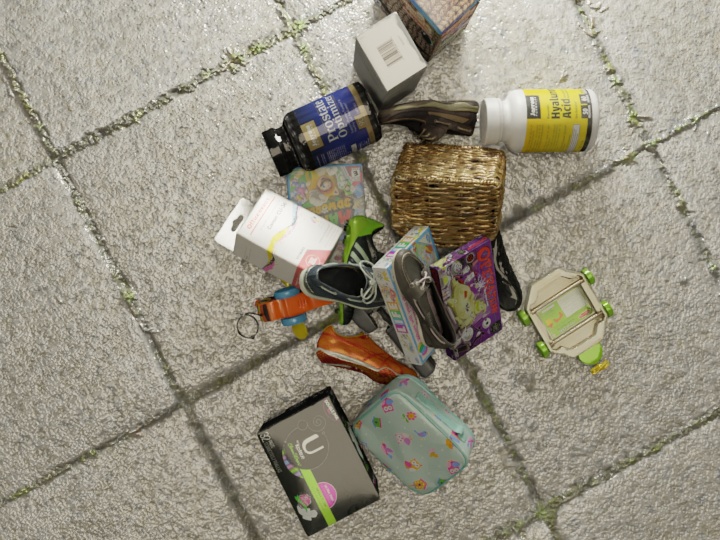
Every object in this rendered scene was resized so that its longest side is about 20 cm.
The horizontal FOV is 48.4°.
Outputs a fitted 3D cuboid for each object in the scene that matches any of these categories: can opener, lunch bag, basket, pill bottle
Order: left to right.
[{"bbox_3d":[-0.070,-0.246,1.428,0.198,0.112,0.113,-25,91,-2],"label":"pill bottle"},{"bbox_3d":[0.054,0.120,1.465,0.067,0.053,0.201,-39,91,12],"label":"can opener"},{"bbox_3d":[0.101,0.291,1.422,0.200,0.077,0.160,43,120,-2],"label":"lunch bag"},{"bbox_3d":[0.159,-0.134,1.441,0.197,0.150,0.144,4,123,10],"label":"basket"},{"bbox_3d":[0.318,-0.269,1.440,0.197,0.111,0.113,-2,90,-2],"label":"pill bottle"}]

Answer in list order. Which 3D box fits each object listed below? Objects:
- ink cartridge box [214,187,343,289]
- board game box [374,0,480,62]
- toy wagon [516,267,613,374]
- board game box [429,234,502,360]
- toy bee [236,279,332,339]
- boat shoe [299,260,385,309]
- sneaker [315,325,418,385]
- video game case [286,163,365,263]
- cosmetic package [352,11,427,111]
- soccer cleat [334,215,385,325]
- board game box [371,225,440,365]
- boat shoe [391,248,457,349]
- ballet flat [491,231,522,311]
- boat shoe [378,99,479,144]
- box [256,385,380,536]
[{"bbox_3d":[-0.145,-0.061,1.407,0.198,0.068,0.117,27,57,2],"label":"ink cartridge box"},{"bbox_3d":[0.112,-0.476,1.388,0.097,0.200,0.160,-42,91,-1],"label":"board game box"},{"bbox_3d":[0.389,0.099,1.479,0.154,0.040,0.201,-31,92,-1],"label":"toy wagon"},{"bbox_3d":[0.189,0.050,1.409,0.119,0.032,0.202,-33,127,-24],"label":"board game box"},{"bbox_3d":[-0.144,0.056,1.441,0.198,0.108,0.133,5,90,-29],"label":"toy bee"},{"bbox_3d":[-0.005,0.021,1.353,0.198,0.062,0.076,12,74,-31],"label":"boat shoe"},{"bbox_3d":[0.018,0.154,1.454,0.198,0.073,0.078,24,63,-11],"label":"sneaker"},{"bbox_3d":[-0.061,-0.092,1.475,0.141,0.018,0.203,-3,91,-2],"label":"video game case"},{"bbox_3d":[0.046,-0.355,1.387,0.084,0.200,0.108,-32,94,0],"label":"cosmetic package"},{"bbox_3d":[0.000,0.000,1.424,0.080,0.068,0.203,10,76,-5],"label":"soccer cleat"},{"bbox_3d":[0.101,0.043,1.397,0.134,0.034,0.202,-43,123,-38],"label":"board game box"},{"bbox_3d":[0.113,0.048,1.341,0.067,0.056,0.202,-48,127,-37],"label":"boat shoe"},{"bbox_3d":[0.243,-0.018,1.477,0.066,0.057,0.202,-21,85,13],"label":"ballet flat"},{"bbox_3d":[0.127,-0.265,1.432,0.197,0.074,0.074,-6,97,-21],"label":"boat shoe"},{"bbox_3d":[-0.073,0.335,1.424,0.147,0.124,0.202,-28,90,-1],"label":"box"}]
